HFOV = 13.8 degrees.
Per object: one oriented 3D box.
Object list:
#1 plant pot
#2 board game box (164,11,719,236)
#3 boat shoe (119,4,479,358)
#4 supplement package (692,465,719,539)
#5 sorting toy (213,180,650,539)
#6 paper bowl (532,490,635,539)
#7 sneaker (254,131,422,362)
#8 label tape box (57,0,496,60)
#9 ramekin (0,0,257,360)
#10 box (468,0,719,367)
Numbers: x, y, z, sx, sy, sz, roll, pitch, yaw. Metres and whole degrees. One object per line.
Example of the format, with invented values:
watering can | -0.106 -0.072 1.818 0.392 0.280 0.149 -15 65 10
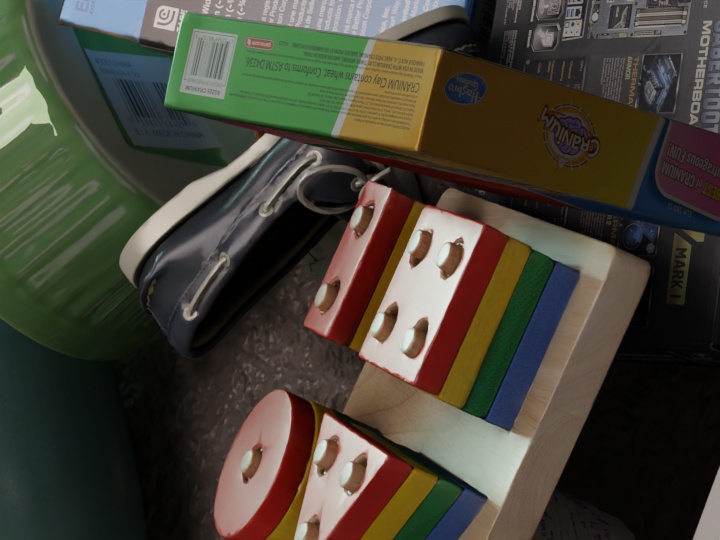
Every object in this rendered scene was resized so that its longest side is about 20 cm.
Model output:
plant pot | -0.197 0.133 1.493 0.200 0.200 0.162 -35 69 35
board game box | 0.045 -0.058 1.203 0.153 0.199 0.041 13 90 47
boat shoe | -0.020 -0.040 1.331 0.200 0.075 0.062 -38 69 8
supplement package | 0.200 0.171 1.125 0.156 0.111 0.201 26 100 46
sorting toy | 0.014 0.061 1.230 0.199 0.069 0.200 -66 20 0
paper bowl | 0.056 0.189 1.244 0.201 0.104 0.201 -55 20 32
sneaker | 0.000 0.000 1.394 0.073 0.084 0.200 -46 53 26
label tape box | -0.028 -0.162 1.414 0.199 0.063 0.145 14 90 16
ramekin | -0.137 -0.065 1.476 0.098 0.200 0.201 -35 57 25
box | 0.122 -0.061 1.306 0.157 0.051 0.201 1 81 47
